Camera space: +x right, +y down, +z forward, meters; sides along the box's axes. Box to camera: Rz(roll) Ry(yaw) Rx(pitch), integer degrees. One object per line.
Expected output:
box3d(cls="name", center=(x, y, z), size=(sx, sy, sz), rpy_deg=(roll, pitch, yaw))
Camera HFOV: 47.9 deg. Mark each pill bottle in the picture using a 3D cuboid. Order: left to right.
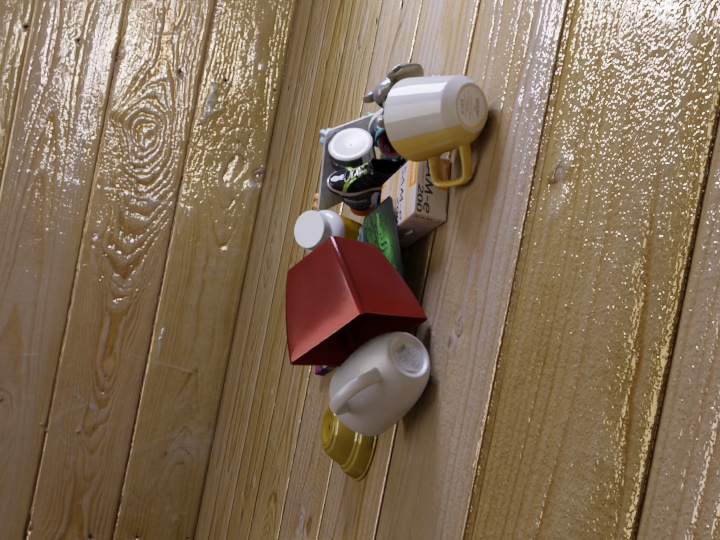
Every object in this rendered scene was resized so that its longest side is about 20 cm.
box3d(cls="pill bottle", center=(-0.064, -0.074, 1.862), size=(0.111, 0.199, 0.116), rpy_deg=(-6, 78, 30))
box3d(cls="pill bottle", center=(-0.007, -0.218, 1.866), size=(0.202, 0.104, 0.108), rpy_deg=(75, -171, -49))

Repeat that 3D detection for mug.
box3d(cls="mug", center=(0.027, 0.201, 1.447), size=(0.149, 0.198, 0.176), rpy_deg=(57, 137, 16))
box3d(cls="mug", center=(0.154, -0.264, 1.443), size=(0.152, 0.187, 0.151), rpy_deg=(-1, 48, 51))

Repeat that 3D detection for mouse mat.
box3d(cls="mouse mat", center=(0.046, -0.031, 1.623), size=(0.161, 0.007, 0.205), rpy_deg=(145, 118, -65))

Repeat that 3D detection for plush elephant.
box3d(cls="plush elephant", center=(0.089, -0.326, 1.622), size=(0.165, 0.151, 0.205), rpy_deg=(136, 141, -61))

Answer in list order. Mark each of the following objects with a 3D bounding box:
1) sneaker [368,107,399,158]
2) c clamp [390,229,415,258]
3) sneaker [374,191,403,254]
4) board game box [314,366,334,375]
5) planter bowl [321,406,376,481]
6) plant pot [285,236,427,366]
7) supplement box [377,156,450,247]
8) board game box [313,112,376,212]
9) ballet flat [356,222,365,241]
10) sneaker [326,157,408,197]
box3d(cls="sneaker", center=(0.064, -0.302, 1.828), size=(0.200, 0.082, 0.123), rpy_deg=(135, 152, -59))
box3d(cls="c clamp", center=(0.067, 0.030, 1.614), size=(0.170, 0.027, 0.205), rpy_deg=(-9, 86, 63))
box3d(cls="sneaker", center=(0.054, -0.089, 1.745), size=(0.079, 0.064, 0.204), rpy_deg=(121, 154, -56))
box3d(cls="board game box", center=(-0.082, 0.160, 2.096), size=(0.120, 0.032, 0.205), rpy_deg=(130, 147, -66))
box3d(cls="planter bowl", center=(-0.034, 0.340, 1.732), size=(0.200, 0.082, 0.205), rpy_deg=(-169, 90, -73))
box3d(cls="plant pot", center=(-0.027, 0.052, 1.509), size=(0.199, 0.198, 0.179), rpy_deg=(-35, 63, 31))
box3d(cls="supplement box", center=(0.102, -0.136, 1.603), size=(0.200, 0.072, 0.129), rpy_deg=(144, 134, -65))
box3d(cls="board game box", center=(-0.036, -0.260, 1.923), size=(0.026, 0.199, 0.204), rpy_deg=(26, 125, 28))
box3d(cls="ballet flat", center=(0.020, -0.014, 1.833), size=(0.064, 0.074, 0.205), rpy_deg=(60, -140, -72))
box3d(cls="sneaker", center=(0.019, -0.212, 1.726), size=(0.083, 0.195, 0.073), rpy_deg=(70, -160, -53))
